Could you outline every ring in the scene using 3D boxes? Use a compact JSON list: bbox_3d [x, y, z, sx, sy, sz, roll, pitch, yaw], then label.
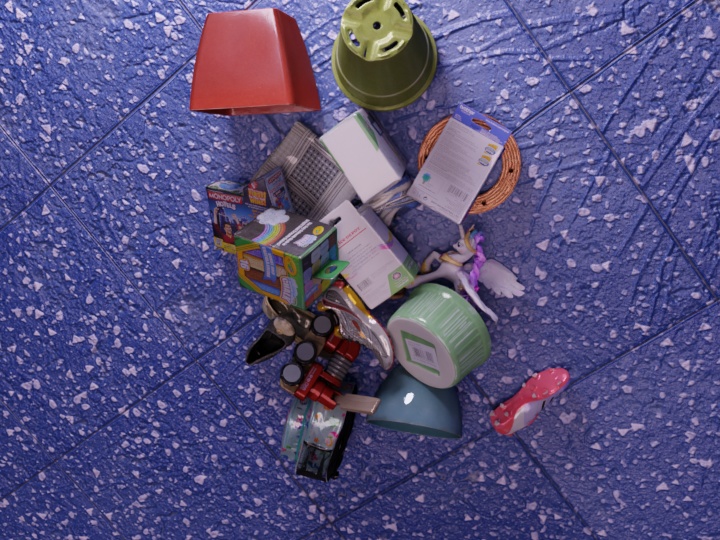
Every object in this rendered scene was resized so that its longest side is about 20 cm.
[{"bbox_3d":[0.211,-0.208,1.643,0.200,0.019,0.201,4,111,10],"label":"ring"}]

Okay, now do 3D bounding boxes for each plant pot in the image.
[{"bbox_3d":[0.121,0.264,1.754,0.200,0.200,0.135,8,74,9],"label":"plant pot"},{"bbox_3d":[-0.196,-0.387,1.580,0.199,0.200,0.177,0,98,12],"label":"plant pot"},{"bbox_3d":[0.035,-0.400,1.486,0.200,0.190,0.201,0,87,6],"label":"plant pot"}]

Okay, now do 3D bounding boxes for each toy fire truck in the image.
[{"bbox_3d":[-0.043,0.201,1.694,0.200,0.129,0.176,32,76,1],"label":"toy fire truck"}]

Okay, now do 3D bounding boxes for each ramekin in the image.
[{"bbox_3d":[0.145,0.133,1.644,0.200,0.098,0.200,32,144,27],"label":"ramekin"}]

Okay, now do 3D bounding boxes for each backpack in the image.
[{"bbox_3d":[-0.082,0.323,1.805,0.150,0.178,0.200,21,118,1],"label":"backpack"}]

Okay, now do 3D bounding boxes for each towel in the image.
[{"bbox_3d":[-0.114,-0.168,1.699,0.193,0.035,0.200,42,118,1],"label":"towel"}]

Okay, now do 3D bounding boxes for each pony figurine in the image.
[{"bbox_3d":[0.204,0.022,1.669,0.193,0.167,0.200,50,127,0],"label":"pony figurine"}]

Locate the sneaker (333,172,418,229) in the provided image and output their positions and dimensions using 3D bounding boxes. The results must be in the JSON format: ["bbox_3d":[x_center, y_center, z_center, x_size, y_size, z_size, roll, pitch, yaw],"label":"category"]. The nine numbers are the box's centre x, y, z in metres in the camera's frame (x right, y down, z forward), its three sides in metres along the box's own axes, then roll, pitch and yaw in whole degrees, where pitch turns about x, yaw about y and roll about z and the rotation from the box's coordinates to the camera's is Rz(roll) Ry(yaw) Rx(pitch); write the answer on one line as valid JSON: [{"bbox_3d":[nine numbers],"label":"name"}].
[{"bbox_3d":[0.030,-0.108,1.687,0.200,0.077,0.085,-32,104,21],"label":"sneaker"}]

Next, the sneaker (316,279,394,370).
[{"bbox_3d":[-0.009,0.118,1.661,0.082,0.078,0.200,-40,88,-15],"label":"sneaker"}]

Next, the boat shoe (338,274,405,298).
[{"bbox_3d":[0.000,0.000,1.731,0.200,0.070,0.070,16,116,6],"label":"boat shoe"}]

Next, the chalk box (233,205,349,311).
[{"bbox_3d":[-0.118,-0.018,1.583,0.200,0.125,0.124,21,131,26],"label":"chalk box"}]

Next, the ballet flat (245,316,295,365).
[{"bbox_3d":[-0.189,0.155,1.788,0.066,0.057,0.200,42,143,0],"label":"ballet flat"}]

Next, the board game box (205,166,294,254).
[{"bbox_3d":[-0.211,-0.120,1.711,0.200,0.062,0.200,15,126,25],"label":"board game box"}]

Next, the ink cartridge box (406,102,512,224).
[{"bbox_3d":[0.188,-0.200,1.595,0.119,0.042,0.200,32,102,12],"label":"ink cartridge box"}]

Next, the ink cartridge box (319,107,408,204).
[{"bbox_3d":[0.011,-0.222,1.581,0.087,0.200,0.145,-34,99,13],"label":"ink cartridge box"}]

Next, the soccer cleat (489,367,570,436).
[{"bbox_3d":[0.361,0.275,1.766,0.200,0.067,0.076,-40,128,16],"label":"soccer cleat"}]

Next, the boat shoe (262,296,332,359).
[{"bbox_3d":[-0.123,0.117,1.791,0.201,0.063,0.073,40,78,1],"label":"boat shoe"}]

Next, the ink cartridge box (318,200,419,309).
[{"bbox_3d":[0.006,-0.040,1.639,0.117,0.067,0.200,-36,99,25],"label":"ink cartridge box"}]
